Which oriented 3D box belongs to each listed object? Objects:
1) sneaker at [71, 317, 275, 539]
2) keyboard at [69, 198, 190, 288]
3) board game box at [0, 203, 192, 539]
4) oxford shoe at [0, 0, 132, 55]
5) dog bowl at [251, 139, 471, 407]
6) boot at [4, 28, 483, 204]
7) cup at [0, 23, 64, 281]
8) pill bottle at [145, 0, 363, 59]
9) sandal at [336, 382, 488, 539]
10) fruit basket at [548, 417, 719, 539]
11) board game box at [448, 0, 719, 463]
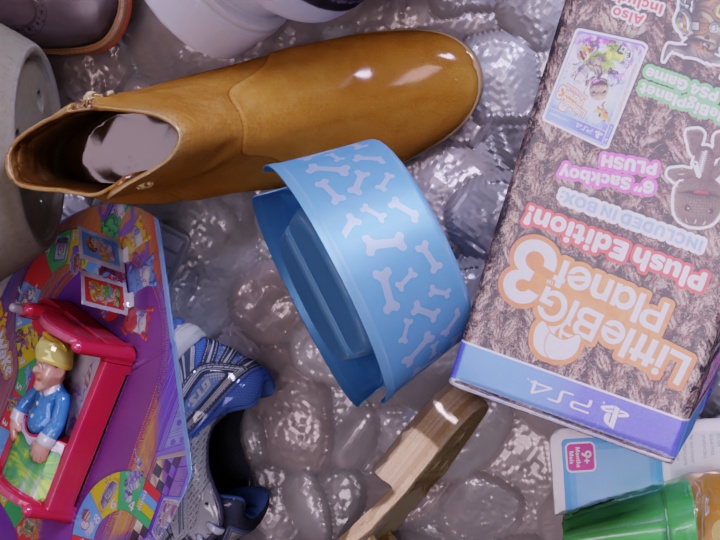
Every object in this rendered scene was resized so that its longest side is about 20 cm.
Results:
[{"bbox_3d":[-0.095,0.128,0.850,0.085,0.077,0.201,17,101,10],"label":"sneaker"},{"bbox_3d":[-0.154,0.058,0.892,0.056,0.011,0.200,28,104,12],"label":"keyboard"},{"bbox_3d":[-0.155,0.062,0.826,0.158,0.039,0.200,-30,59,36],"label":"board game box"},{"bbox_3d":[-0.213,-0.156,0.854,0.200,0.073,0.071,19,101,14],"label":"oxford shoe"},{"bbox_3d":[0.000,0.000,0.750,0.049,0.200,0.112,-27,88,-9],"label":"dog bowl"},{"bbox_3d":[-0.051,-0.066,0.777,0.201,0.144,0.071,-12,93,18],"label":"boot"},{"bbox_3d":[-0.225,-0.057,0.819,0.143,0.200,0.201,-2,96,3],"label":"cup"},{"bbox_3d":[-0.011,-0.181,0.743,0.200,0.111,0.112,-33,86,33],"label":"pill bottle"},{"bbox_3d":[0.010,0.158,0.819,0.070,0.078,0.212,39,100,16],"label":"sandal"},{"bbox_3d":[0.191,0.157,0.757,0.199,0.094,0.186,-4,95,14],"label":"fruit basket"},{"bbox_3d":[0.128,-0.040,0.718,0.097,0.159,0.200,19,101,14],"label":"board game box"}]
